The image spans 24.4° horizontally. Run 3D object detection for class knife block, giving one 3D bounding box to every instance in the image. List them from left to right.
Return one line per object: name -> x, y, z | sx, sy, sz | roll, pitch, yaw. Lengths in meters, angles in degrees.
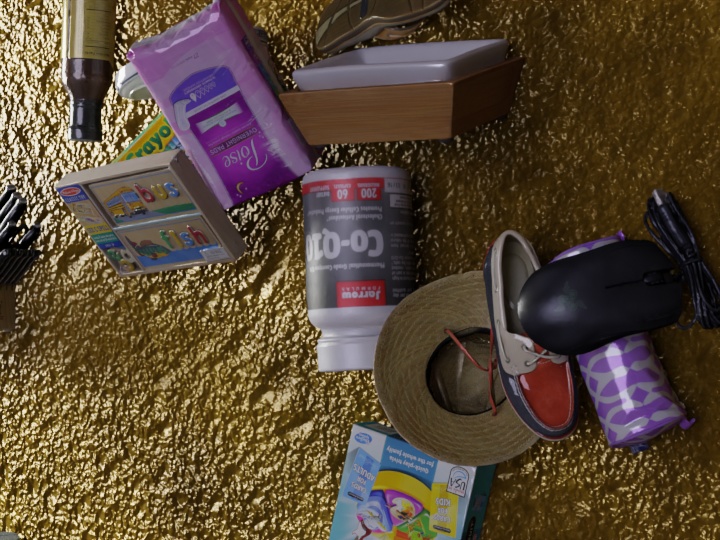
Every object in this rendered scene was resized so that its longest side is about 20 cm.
knife block -> -0.475, -0.012, 2.021 | 0.198, 0.064, 0.178 | -4, 86, 32

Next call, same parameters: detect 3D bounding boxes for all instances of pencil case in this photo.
pencil case -> 0.243, 0.068, 1.565 | 0.085, 0.084, 0.202 | -18, 79, -8

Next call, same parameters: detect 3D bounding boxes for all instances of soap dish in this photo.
soap dish -> 0.044, -0.176, 1.656 | 0.198, 0.157, 0.082 | 0, 105, 32

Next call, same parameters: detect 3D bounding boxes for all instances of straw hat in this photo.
straw hat -> 0.109, 0.104, 1.637 | 0.199, 0.085, 0.203 | 1, 73, -2

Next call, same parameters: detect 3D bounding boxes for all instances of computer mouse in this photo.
computer mouse -> 0.236, 0.010, 1.511 | 0.140, 0.198, 0.053 | 67, 161, 11

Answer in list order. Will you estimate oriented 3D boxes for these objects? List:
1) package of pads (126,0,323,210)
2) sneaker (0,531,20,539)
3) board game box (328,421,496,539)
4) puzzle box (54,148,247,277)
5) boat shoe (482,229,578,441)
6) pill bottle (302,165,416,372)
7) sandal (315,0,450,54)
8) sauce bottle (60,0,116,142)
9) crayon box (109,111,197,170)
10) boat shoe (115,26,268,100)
package of pads -> -0.138, -0.171, 1.709 | 0.120, 0.076, 0.201 | -23, 109, 21
sneaker -> -0.497, 0.357, 2.023 | 0.198, 0.070, 0.081 | -1, 91, 31
board game box -> 0.044, 0.273, 1.701 | 0.150, 0.047, 0.202 | 15, 97, 31
puzzle box -> -0.225, -0.058, 1.776 | 0.199, 0.025, 0.134 | -8, 125, 44
boat shoe -> 0.162, 0.061, 1.576 | 0.070, 0.063, 0.202 | -12, 75, -8
pill bottle -> 0.000, 0.000, 1.695 | 0.113, 0.114, 0.202 | -5, 86, 31
sandal -> 0.032, -0.266, 1.717 | 0.199, 0.054, 0.081 | -19, 51, 46
sauce bottle -> -0.316, -0.250, 1.927 | 0.064, 0.064, 0.202 | 4, 91, 32
crayon box -> -0.182, -0.122, 1.814 | 0.119, 0.058, 0.200 | 43, 115, -11
boat shoe -> -0.186, -0.210, 1.845 | 0.198, 0.071, 0.071 | -13, 79, 24
